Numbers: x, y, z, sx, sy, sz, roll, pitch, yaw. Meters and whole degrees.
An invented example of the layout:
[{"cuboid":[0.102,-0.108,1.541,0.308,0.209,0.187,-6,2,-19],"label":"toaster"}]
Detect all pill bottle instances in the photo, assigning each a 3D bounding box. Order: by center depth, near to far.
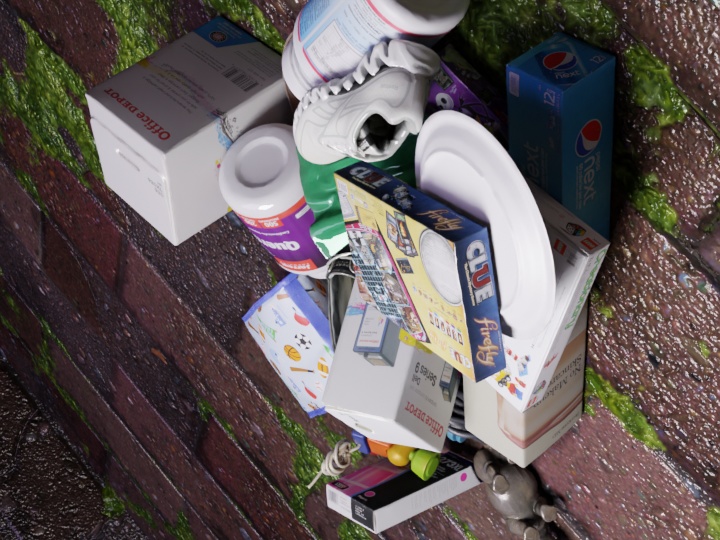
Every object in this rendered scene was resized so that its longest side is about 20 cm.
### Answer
[{"cuboid":[0.006,-0.223,1.150,0.109,0.109,0.200,55,147,-2],"label":"pill bottle"},{"cuboid":[-0.072,-0.069,1.426,0.112,0.113,0.200,35,169,33],"label":"pill bottle"}]

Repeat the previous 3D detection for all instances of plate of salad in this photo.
[{"cuboid":[0.107,-0.039,1.046,0.200,0.048,0.201,49,153,36],"label":"plate of salad"}]

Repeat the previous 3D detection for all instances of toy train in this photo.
[{"cuboid":[0.043,0.213,1.508,0.115,0.200,0.085,30,158,27],"label":"toy train"}]

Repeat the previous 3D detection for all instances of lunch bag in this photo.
[{"cuboid":[-0.052,0.083,1.585,0.170,0.124,0.200,52,167,2],"label":"lunch bag"}]

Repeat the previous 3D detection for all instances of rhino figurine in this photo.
[{"cuboid":[0.195,0.284,1.490,0.201,0.060,0.087,61,171,-14],"label":"rhino figurine"}]

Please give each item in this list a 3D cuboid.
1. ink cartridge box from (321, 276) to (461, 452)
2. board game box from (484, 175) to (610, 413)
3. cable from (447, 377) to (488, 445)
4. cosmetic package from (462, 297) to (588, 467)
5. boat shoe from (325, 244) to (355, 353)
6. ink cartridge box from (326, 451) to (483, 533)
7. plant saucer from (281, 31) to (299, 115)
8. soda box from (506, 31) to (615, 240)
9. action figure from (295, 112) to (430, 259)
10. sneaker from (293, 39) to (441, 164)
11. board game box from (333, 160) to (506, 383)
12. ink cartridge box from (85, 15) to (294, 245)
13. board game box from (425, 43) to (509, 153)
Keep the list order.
[{"cuboid":[0.048,0.067,1.276,0.087,0.202,0.145,10,165,27],"label":"ink cartridge box"},{"cuboid":[0.135,0.017,1.125,0.126,0.034,0.201,42,139,26],"label":"board game box"},{"cuboid":[0.089,0.132,1.429,0.200,0.051,0.163,39,-177,9],"label":"cable"},{"cuboid":[0.165,0.088,1.276,0.087,0.103,0.201,33,147,34],"label":"cosmetic package"},{"cuboid":[0.000,0.000,1.334,0.072,0.071,0.202,-4,91,37],"label":"boat shoe"},{"cuboid":[0.064,0.254,1.533,0.094,0.199,0.037,17,116,49],"label":"ink cartridge box"},{"cuboid":[-0.008,-0.172,1.336,0.200,0.032,0.201,38,148,29],"label":"plant saucer"},{"cuboid":[0.172,-0.096,1.092,0.064,0.068,0.201,34,147,36],"label":"soda box"},{"cuboid":[0.026,-0.098,1.211,0.199,0.054,0.119,-23,84,42],"label":"action figure"},{"cuboid":[-0.003,-0.131,1.128,0.200,0.075,0.082,-30,52,56],"label":"sneaker"},{"cuboid":[0.049,-0.004,1.105,0.200,0.034,0.136,35,143,53],"label":"board game box"},{"cuboid":[-0.184,-0.161,1.444,0.147,0.199,0.145,38,148,30],"label":"ink cartridge box"},{"cuboid":[0.075,-0.118,1.225,0.120,0.032,0.200,48,145,3],"label":"board game box"}]
